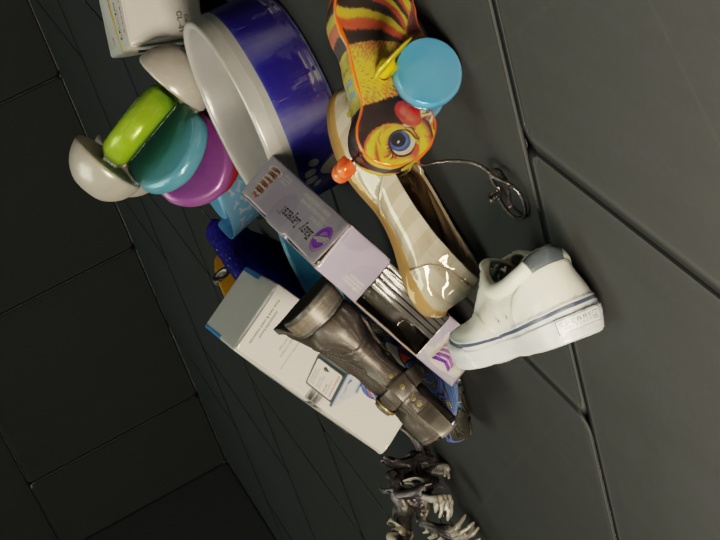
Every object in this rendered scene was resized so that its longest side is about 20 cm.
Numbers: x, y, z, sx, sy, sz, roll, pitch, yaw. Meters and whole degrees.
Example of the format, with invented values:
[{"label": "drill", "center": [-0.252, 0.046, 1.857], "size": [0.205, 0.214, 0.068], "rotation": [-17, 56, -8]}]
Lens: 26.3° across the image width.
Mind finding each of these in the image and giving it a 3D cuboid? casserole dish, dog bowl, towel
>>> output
[{"label": "casserole dish", "center": [-0.038, -0.006, 1.661], "size": [0.122, 0.039, 0.200], "rotation": [67, 168, -19]}, {"label": "dog bowl", "center": [-0.089, -0.158, 1.456], "size": [0.201, 0.078, 0.201], "rotation": [58, 166, 23]}, {"label": "dog bowl", "center": [-0.173, -0.123, 1.783], "size": [0.200, 0.049, 0.112], "rotation": [51, 163, 40]}, {"label": "towel", "center": [-0.088, 0.021, 1.798], "size": [0.147, 0.050, 0.200], "rotation": [30, -164, -50]}]

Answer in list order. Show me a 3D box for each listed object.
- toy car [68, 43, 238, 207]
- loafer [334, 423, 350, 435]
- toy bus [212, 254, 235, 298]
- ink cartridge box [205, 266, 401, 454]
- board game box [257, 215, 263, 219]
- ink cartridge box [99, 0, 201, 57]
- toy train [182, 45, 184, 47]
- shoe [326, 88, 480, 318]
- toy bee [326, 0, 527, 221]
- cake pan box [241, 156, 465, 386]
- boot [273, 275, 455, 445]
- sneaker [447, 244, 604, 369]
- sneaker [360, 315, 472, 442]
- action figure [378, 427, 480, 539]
[{"label": "toy car", "center": [-0.195, -0.132, 1.608], "size": [0.150, 0.175, 0.200], "rotation": [42, -172, 0]}, {"label": "loafer", "center": [-0.049, 0.133, 1.911], "size": [0.200, 0.075, 0.070], "rotation": [54, 161, 37]}, {"label": "toy bus", "center": [-0.135, 0.028, 1.962], "size": [0.065, 0.078, 0.200], "rotation": [56, -179, -27]}, {"label": "ink cartridge box", "center": [-0.051, 0.093, 1.620], "size": [0.199, 0.086, 0.146], "rotation": [35, 176, -19]}, {"label": "board game box", "center": [-0.145, -0.165, 1.776], "size": [0.127, 0.034, 0.201], "rotation": [55, 165, 31]}, {"label": "ink cartridge box", "center": [-0.235, -0.312, 1.665], "size": [0.200, 0.085, 0.149], "rotation": [-163, 61, -75]}, {"label": "toy train", "center": [-0.216, -0.269, 1.850], "size": [0.056, 0.041, 0.201], "rotation": [-122, 9, -70]}, {"label": "shoe", "center": [0.036, -0.062, 1.214], "size": [0.053, 0.070, 0.201], "rotation": [-34, 75, 35]}, {"label": "toy bee", "center": [0.019, -0.112, 1.036], "size": [0.201, 0.108, 0.131], "rotation": [58, 165, 23]}, {"label": "cake pan box", "center": [0.000, 0.000, 1.329], "size": [0.184, 0.052, 0.200], "rotation": [40, -178, -30]}, {"label": "boot", "center": [0.009, 0.088, 1.366], "size": [0.174, 0.069, 0.200], "rotation": [43, 178, -4]}, {"label": "sneaker", "center": [0.108, 0.022, 1.064], "size": [0.071, 0.072, 0.200], "rotation": [71, 159, 3]}, {"label": "sneaker", "center": [0.043, 0.106, 1.461], "size": [0.200, 0.078, 0.076], "rotation": [46, 160, 53]}, {"label": "action figure", "center": [0.071, 0.267, 1.638], "size": [0.119, 0.101, 0.202], "rotation": [35, -124, -51]}]
